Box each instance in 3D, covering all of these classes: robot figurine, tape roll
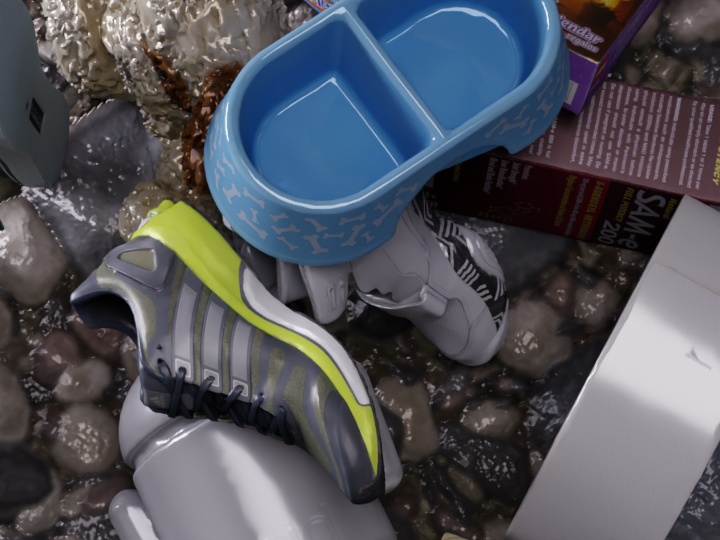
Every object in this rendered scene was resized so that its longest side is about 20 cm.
[{"bbox_3d":[-0.055,0.114,1.188,0.169,0.113,0.201,-32,75,18],"label":"robot figurine"},{"bbox_3d":[0.149,0.064,1.161,0.071,0.203,0.203,29,76,6],"label":"tape roll"}]

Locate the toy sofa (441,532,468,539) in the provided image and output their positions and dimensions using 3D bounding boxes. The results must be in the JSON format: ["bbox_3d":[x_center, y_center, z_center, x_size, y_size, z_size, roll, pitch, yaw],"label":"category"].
[{"bbox_3d":[0.052,0.240,1.116,0.097,0.083,0.201,18,62,15],"label":"toy sofa"}]

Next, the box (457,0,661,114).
[{"bbox_3d":[0.062,-0.176,1.225,0.199,0.039,0.137,28,45,10],"label":"box"}]

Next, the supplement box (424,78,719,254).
[{"bbox_3d":[0.117,-0.062,1.244,0.199,0.109,0.061,12,73,3],"label":"supplement box"}]

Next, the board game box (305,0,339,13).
[{"bbox_3d":[0.012,-0.219,1.318,0.200,0.045,0.152,41,77,10],"label":"board game box"}]

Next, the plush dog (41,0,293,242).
[{"bbox_3d":[-0.078,-0.111,1.219,0.160,0.172,0.201,-20,75,-7],"label":"plush dog"}]

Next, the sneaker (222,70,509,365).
[{"bbox_3d":[0.000,0.000,1.192,0.075,0.200,0.115,12,52,45],"label":"sneaker"}]

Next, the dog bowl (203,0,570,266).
[{"bbox_3d":[0.015,-0.088,1.114,0.200,0.050,0.112,-34,76,-13],"label":"dog bowl"}]

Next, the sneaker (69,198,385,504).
[{"bbox_3d":[-0.063,0.052,1.112,0.081,0.074,0.200,-36,57,-21],"label":"sneaker"}]

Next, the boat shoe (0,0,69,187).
[{"bbox_3d":[-0.216,-0.094,1.200,0.090,0.200,0.071,7,73,5],"label":"boat shoe"}]

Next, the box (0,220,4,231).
[{"bbox_3d":[-0.290,-0.003,1.213,0.199,0.117,0.049,-19,69,-6],"label":"box"}]
